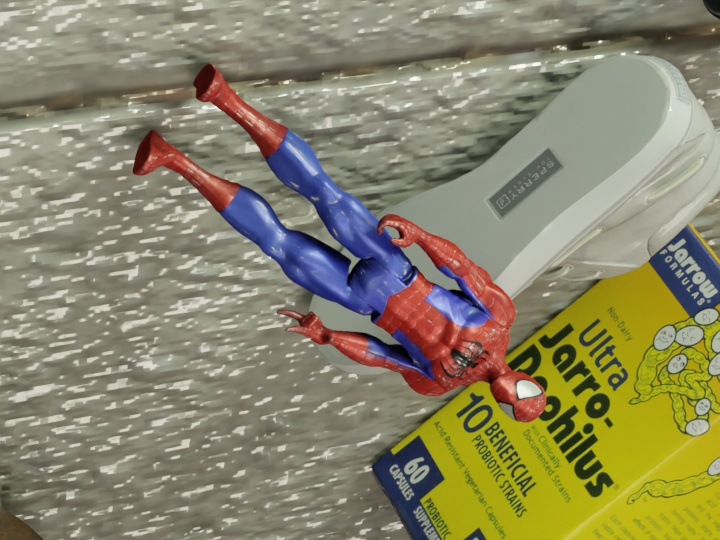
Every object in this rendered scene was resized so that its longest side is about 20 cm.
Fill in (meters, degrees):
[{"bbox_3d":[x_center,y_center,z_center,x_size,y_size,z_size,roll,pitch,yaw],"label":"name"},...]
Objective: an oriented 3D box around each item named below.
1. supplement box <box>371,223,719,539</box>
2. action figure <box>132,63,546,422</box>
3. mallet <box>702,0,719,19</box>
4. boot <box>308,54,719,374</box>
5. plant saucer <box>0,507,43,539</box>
[{"bbox_3d":[0.125,0.093,1.094,0.200,0.109,0.109,-39,136,7],"label":"supplement box"},{"bbox_3d":[0.000,0.000,0.922,0.200,0.052,0.066,37,102,-17],"label":"action figure"},{"bbox_3d":[0.227,-0.181,0.962,0.066,0.041,0.200,23,111,-41],"label":"mallet"},{"bbox_3d":[0.077,-0.009,1.004,0.199,0.074,0.096,-35,145,13],"label":"boot"},{"bbox_3d":[-0.227,0.131,0.905,0.199,0.200,0.032,-21,94,-12],"label":"plant saucer"}]
